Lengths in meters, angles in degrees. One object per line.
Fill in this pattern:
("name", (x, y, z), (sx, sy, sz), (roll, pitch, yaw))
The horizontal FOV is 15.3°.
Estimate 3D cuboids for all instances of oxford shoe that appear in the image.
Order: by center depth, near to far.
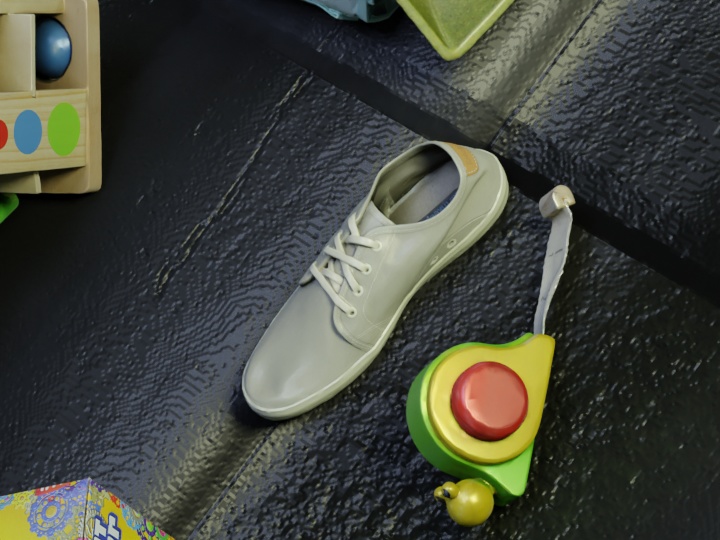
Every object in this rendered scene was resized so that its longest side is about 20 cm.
("oxford shoe", (0.000, 0.000, 1.520), (0.200, 0.058, 0.075), (-46, 52, 3))

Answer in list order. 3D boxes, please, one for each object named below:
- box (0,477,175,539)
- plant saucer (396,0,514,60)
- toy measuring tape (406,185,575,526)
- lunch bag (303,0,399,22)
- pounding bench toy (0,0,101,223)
("box", (-0.179, 0.217, 1.416), (0.199, 0.193, 0.123), (-13, 57, 25))
("plant saucer", (0.051, -0.261, 1.551), (0.200, 0.200, 0.048), (-47, 27, -11))
("toy measuring tape", (0.067, 0.040, 1.442), (0.073, 0.074, 0.201), (-1, 65, 31))
("lunch bag", (-0.019, -0.263, 1.646), (0.170, 0.122, 0.201), (23, 91, 34))
("pounding bench toy", (-0.246, -0.071, 1.667), (0.124, 0.156, 0.201), (3, 96, 32))
